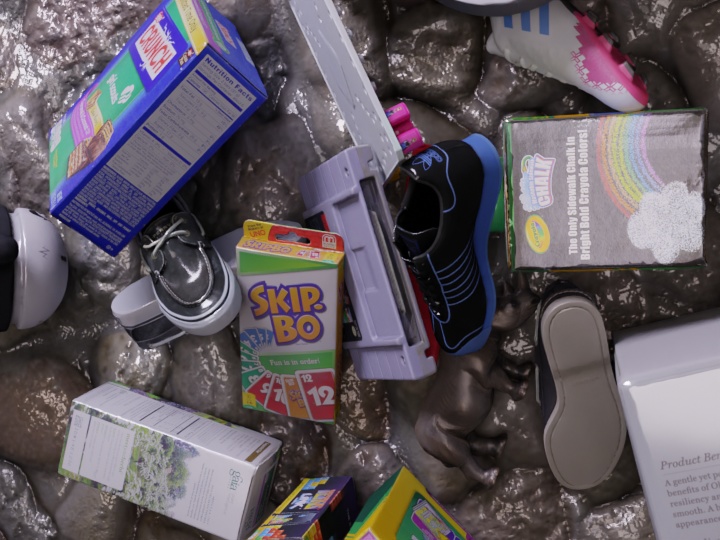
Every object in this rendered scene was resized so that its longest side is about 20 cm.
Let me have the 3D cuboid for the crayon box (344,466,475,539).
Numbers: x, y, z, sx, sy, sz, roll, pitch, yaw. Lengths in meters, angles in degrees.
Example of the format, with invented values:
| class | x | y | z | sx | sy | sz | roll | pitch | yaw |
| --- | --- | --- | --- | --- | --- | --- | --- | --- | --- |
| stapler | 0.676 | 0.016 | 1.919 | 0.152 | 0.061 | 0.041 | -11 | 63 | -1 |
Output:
| class | x | y | z | sx | sy | sz | roll | pitch | yaw |
| --- | --- | --- | --- | --- | --- | --- | --- | --- | --- |
| crayon box | 0.074 | 0.285 | 0.774 | 0.058 | 0.172 | 0.200 | -45 | 85 | 13 |

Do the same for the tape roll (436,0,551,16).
| class | x | y | z | sx | sy | sz | roll | pitch | yaw |
| --- | --- | --- | --- | --- | --- | --- | --- | --- | --- |
| tape roll | 0.107 | -0.305 | 0.688 | 0.198 | 0.066 | 0.203 | 1 | 98 | 10 |

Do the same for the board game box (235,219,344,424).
| class | x | y | z | sx | sy | sz | roll | pitch | yaw |
| --- | --- | --- | --- | --- | --- | --- | --- | --- | --- |
| board game box | -0.064 | 0.051 | 0.818 | 0.094 | 0.030 | 0.202 | 9 | 120 | 10 |

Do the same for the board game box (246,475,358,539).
| class | x | y | z | sx | sy | sz | roll | pitch | yaw |
| --- | --- | --- | --- | --- | --- | --- | --- | --- | --- |
| board game box | -0.035 | 0.309 | 0.805 | 0.056 | 0.165 | 0.202 | -8 | 94 | 15 |

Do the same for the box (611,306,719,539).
| class | x | y | z | sx | sy | sz | roll | pitch | yaw |
| --- | --- | --- | --- | --- | --- | --- | --- | --- | --- |
| box | 0.312 | 0.121 | 0.692 | 0.197 | 0.200 | 0.173 | -15 | 94 | 15 |

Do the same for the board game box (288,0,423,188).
| class | x | y | z | sx | sy | sz | roll | pitch | yaw |
| --- | --- | --- | --- | --- | --- | --- | --- | --- | --- |
| board game box | -0.010 | -0.173 | 0.744 | 0.026 | 0.200 | 0.202 | -25 | 90 | -4 |

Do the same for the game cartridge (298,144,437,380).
| class | x | y | z | sx | sy | sz | roll | pitch | yaw |
| --- | --- | --- | --- | --- | --- | --- | --- | --- | --- |
| game cartridge | 0.000 | 0.000 | 0.795 | 0.038 | 0.129 | 0.202 | -17 | 91 | -28 |

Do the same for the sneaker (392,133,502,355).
| class | x | y | z | sx | sy | sz | roll | pitch | yaw |
| --- | --- | --- | --- | --- | --- | --- | --- | --- | --- |
| sneaker | 0.063 | -0.010 | 0.717 | 0.077 | 0.070 | 0.202 | -18 | 124 | -26 |

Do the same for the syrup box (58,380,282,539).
| class | x | y | z | sx | sy | sz | roll | pitch | yaw |
| --- | --- | --- | --- | --- | --- | --- | --- | --- | --- |
| syrup box | -0.185 | 0.183 | 0.871 | 0.198 | 0.081 | 0.080 | 17 | 100 | 10 |

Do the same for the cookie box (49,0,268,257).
| class | x | y | z | sx | sy | sz | roll | pitch | yaw |
| --- | --- | --- | --- | --- | --- | --- | --- | --- | --- |
| cookie box | -0.189 | -0.141 | 0.799 | 0.200 | 0.172 | 0.075 | -43 | 126 | 12 |

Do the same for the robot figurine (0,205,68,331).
| class | x | y | z | sx | sy | sz | roll | pitch | yaw |
| --- | --- | --- | --- | --- | --- | --- | --- | --- | --- |
| robot figurine | -0.383 | -0.004 | 0.849 | 0.198 | 0.150 | 0.126 | 0 | 119 | -28 |

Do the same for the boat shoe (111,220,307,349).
| class | x | y | z | sx | sy | sz | roll | pitch | yaw |
| --- | --- | --- | --- | --- | --- | --- | --- | --- | --- |
| boat shoe | -0.136 | 0.018 | 0.856 | 0.198 | 0.072 | 0.068 | -26 | 123 | 0 |

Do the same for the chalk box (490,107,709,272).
| class | x | y | z | sx | sy | sz | roll | pitch | yaw |
| --- | --- | --- | --- | --- | --- | --- | --- | --- | --- |
| chalk box | 0.179 | -0.066 | 0.746 | 0.198 | 0.124 | 0.126 | 0 | 96 | 14 |

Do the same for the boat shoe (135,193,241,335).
| class | x | y | z | sx | sy | sz | roll | pitch | yaw |
| --- | --- | --- | --- | --- | --- | --- | --- | --- | --- |
| boat shoe | -0.171 | -0.018 | 0.800 | 0.072 | 0.071 | 0.200 | -34 | 44 | -8 |

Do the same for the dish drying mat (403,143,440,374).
| class | x | y | z | sx | sy | sz | roll | pitch | yaw |
| --- | --- | --- | --- | --- | --- | --- | --- | --- | --- |
| dish drying mat | 0.057 | -0.013 | 0.812 | 0.076 | 0.018 | 0.202 | 18 | 101 | 47 |

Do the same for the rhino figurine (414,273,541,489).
| class | x | y | z | sx | sy | sz | roll | pitch | yaw |
| --- | --- | --- | --- | --- | --- | --- | --- | --- | --- |
| rhino figurine | 0.111 | 0.089 | 0.807 | 0.087 | 0.060 | 0.202 | 18 | 97 | 8 |

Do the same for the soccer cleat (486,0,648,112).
| class | x | y | z | sx | sy | sz | roll | pitch | yaw |
| --- | --- | --- | --- | --- | --- | --- | --- | --- | --- |
| soccer cleat | 0.162 | -0.195 | 0.762 | 0.086 | 0.070 | 0.201 | -44 | 69 | 26 |

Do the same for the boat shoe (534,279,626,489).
| class | x | y | z | sx | sy | sz | roll | pitch | yaw |
| --- | --- | --- | --- | --- | --- | --- | --- | --- | --- |
| boat shoe | 0.190 | 0.101 | 0.784 | 0.072 | 0.063 | 0.202 | -10 | 116 | 4 |
